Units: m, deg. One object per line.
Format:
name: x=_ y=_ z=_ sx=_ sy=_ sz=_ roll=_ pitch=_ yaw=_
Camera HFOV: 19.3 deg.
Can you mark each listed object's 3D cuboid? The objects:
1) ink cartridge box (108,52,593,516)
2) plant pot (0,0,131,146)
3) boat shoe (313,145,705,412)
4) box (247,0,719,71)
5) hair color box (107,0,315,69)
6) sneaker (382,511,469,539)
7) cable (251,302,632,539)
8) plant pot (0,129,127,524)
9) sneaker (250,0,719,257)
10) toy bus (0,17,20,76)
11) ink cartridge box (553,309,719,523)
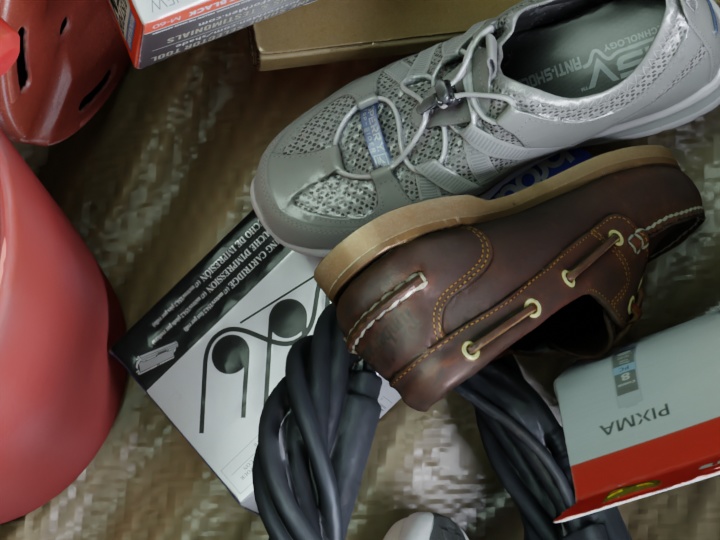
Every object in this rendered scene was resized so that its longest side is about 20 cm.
ink cartridge box: x=0.000 y=0.000 z=0.882 sx=0.200 sy=0.044 sz=0.094 roll=-43 pitch=67 yaw=1
plant pot: x=-0.200 y=-0.154 z=0.927 sx=0.195 sy=0.201 sz=0.201 roll=20 pitch=81 yaw=15
boat shoe: x=0.069 y=0.005 z=0.792 sx=0.070 sy=0.200 sz=0.070 roll=53 pitch=133 yaw=18
box: x=0.043 y=-0.174 z=0.875 sx=0.200 sy=0.021 sz=0.164 roll=-7 pitch=80 yaw=-8
hair color box: x=-0.073 y=-0.193 z=0.822 sx=0.111 sy=0.064 sz=0.200 roll=-22 pitch=84 yaw=-11
sneaker: x=-0.009 y=0.186 z=0.816 sx=0.081 sy=0.075 sz=0.200 roll=4 pitch=69 yaw=39
cable: x=0.026 y=0.094 z=0.787 sx=0.051 sy=0.163 sz=0.200 roll=-36 pitch=72 yaw=47
plant pot: x=-0.194 y=0.022 z=0.868 sx=0.200 sy=0.177 sz=0.201 roll=-6 pitch=71 yaw=17
sneaker: x=0.044 y=-0.070 z=0.819 sx=0.200 sy=0.082 sz=0.075 roll=-25 pitch=69 yaw=8
toy bus: x=-0.183 y=-0.141 z=0.763 sx=0.192 sy=0.136 sz=0.200 roll=39 pitch=77 yaw=11
ink cartridge box: x=0.145 y=0.033 z=0.738 sx=0.160 sy=0.200 sz=0.047 roll=-19 pitch=87 yaw=12
